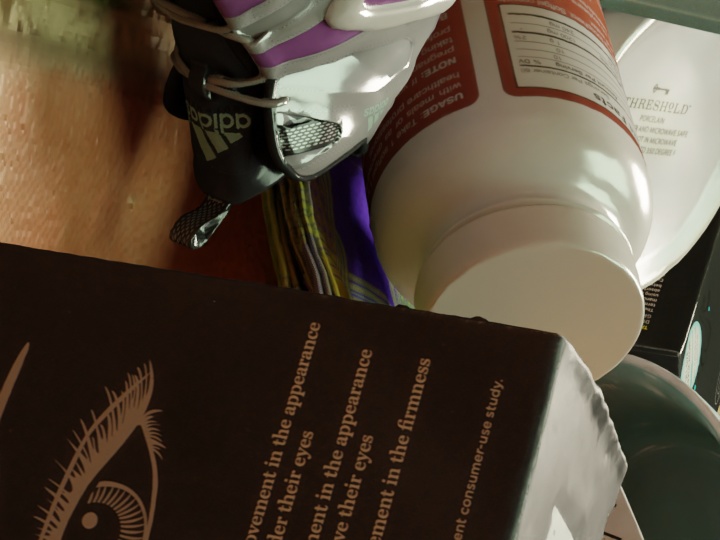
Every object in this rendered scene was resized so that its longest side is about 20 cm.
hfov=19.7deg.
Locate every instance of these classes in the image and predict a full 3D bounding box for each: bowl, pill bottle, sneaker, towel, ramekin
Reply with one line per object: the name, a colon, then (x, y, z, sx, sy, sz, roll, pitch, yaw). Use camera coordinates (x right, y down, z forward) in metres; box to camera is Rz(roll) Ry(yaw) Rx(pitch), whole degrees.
bowl: (0.142, 0.146, 1.079, 0.105, 0.200, 0.202, 11, 88, -50)
pill bottle: (0.055, -0.048, 0.837, 0.201, 0.112, 0.113, -97, 178, -45)
sneaker: (-0.044, -0.074, 0.681, 0.200, 0.078, 0.140, 9, 108, -50)
towel: (0.000, 0.000, 0.836, 0.200, 0.023, 0.144, 45, 28, -64)
ramekin: (0.113, -0.075, 1.021, 0.202, 0.094, 0.203, -29, 133, -37)

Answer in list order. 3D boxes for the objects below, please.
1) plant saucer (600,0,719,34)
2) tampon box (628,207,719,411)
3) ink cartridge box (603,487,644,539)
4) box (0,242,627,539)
plant saucer: (0.110, -0.146, 0.942, 0.019, 0.199, 0.070, 114, -16, -55)
tampon box: (0.160, 0.023, 1.268, 0.150, 0.126, 0.200, 80, 27, -44)
ink cartridge box: (0.074, 0.116, 0.966, 0.200, 0.094, 0.044, -107, -171, -51)
box: (-0.044, 0.086, 0.568, 0.104, 0.199, 0.149, 57, 46, -61)
